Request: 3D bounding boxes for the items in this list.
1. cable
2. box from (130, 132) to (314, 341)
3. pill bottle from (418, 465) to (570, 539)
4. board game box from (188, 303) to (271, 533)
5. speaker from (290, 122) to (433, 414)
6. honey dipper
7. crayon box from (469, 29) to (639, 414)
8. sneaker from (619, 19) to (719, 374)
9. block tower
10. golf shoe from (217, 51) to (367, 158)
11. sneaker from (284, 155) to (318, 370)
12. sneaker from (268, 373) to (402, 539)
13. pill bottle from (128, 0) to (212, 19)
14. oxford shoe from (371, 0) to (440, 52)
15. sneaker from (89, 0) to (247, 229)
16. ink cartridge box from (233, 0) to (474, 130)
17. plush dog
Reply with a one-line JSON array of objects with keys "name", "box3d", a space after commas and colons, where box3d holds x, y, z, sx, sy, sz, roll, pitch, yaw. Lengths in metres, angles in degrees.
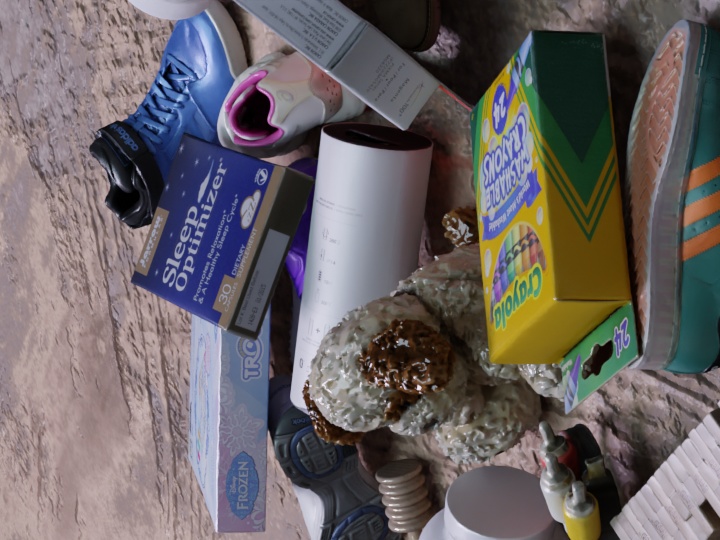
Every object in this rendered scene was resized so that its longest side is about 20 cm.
[{"name": "cable", "box3d": [0.149, 0.184, 1.437, 0.097, 0.050, 0.201, -110, 7, -55]}, {"name": "box", "box3d": [-0.111, -0.030, 1.575, 0.200, 0.032, 0.122, 21, 92, 59]}, {"name": "pill bottle", "box3d": [0.092, 0.239, 1.522, 0.112, 0.112, 0.201, 39, 138, 40]}, {"name": "board game box", "box3d": [-0.103, 0.079, 1.689, 0.199, 0.043, 0.202, -129, 40, -75]}, {"name": "speaker", "box3d": [0.000, 0.000, 1.510, 0.081, 0.081, 0.202, 25, 114, 50]}, {"name": "honey dipper", "box3d": [0.052, 0.243, 1.664, 0.038, 0.038, 0.201, 10, 118, 55]}, {"name": "crayon box", "box3d": [0.113, -0.027, 1.298, 0.126, 0.051, 0.202, 127, 141, -66]}, {"name": "sneaker", "box3d": [0.198, -0.041, 1.240, 0.071, 0.079, 0.202, -143, 58, -74]}, {"name": "block tower", "box3d": [0.218, 0.126, 1.310, 0.058, 0.054, 0.200, 57, 147, 21]}, {"name": "golf shoe", "box3d": [-0.073, -0.121, 1.590, 0.200, 0.091, 0.076, -24, 89, 61]}, {"name": "sneaker", "box3d": [-0.010, 0.012, 1.595, 0.099, 0.069, 0.201, 29, 140, 46]}, {"name": "sneaker", "box3d": [-0.023, 0.159, 1.690, 0.087, 0.074, 0.201, -123, 11, -53]}, {"name": "pill bottle", "box3d": [-0.117, -0.272, 1.548, 0.111, 0.111, 0.200, 58, 148, 18]}, {"name": "oxford shoe", "box3d": [-0.009, -0.233, 1.436, 0.071, 0.073, 0.201, -31, 81, 59]}, {"name": "sneaker", "box3d": [-0.155, -0.117, 1.702, 0.077, 0.111, 0.201, 47, 142, 33]}, {"name": "ink cartridge box", "box3d": [-0.019, -0.154, 1.423, 0.200, 0.044, 0.173, 41, -176, 39]}, {"name": "plush dog", "box3d": [0.045, 0.049, 1.422, 0.161, 0.171, 0.200, 62, 149, 11]}]
